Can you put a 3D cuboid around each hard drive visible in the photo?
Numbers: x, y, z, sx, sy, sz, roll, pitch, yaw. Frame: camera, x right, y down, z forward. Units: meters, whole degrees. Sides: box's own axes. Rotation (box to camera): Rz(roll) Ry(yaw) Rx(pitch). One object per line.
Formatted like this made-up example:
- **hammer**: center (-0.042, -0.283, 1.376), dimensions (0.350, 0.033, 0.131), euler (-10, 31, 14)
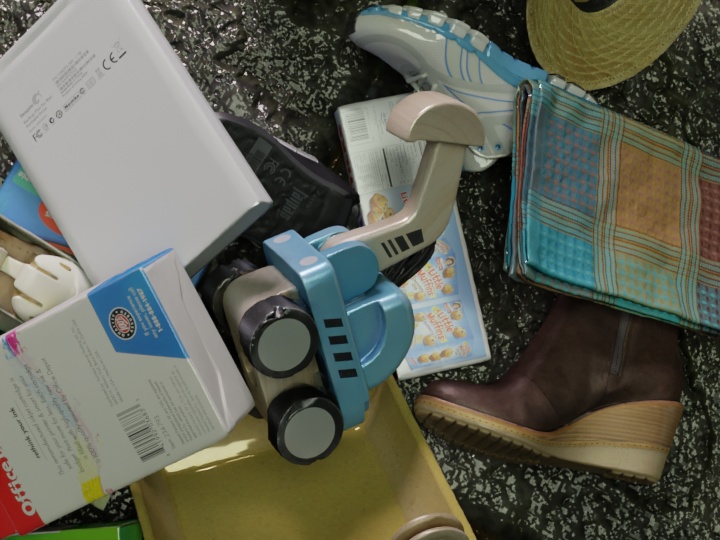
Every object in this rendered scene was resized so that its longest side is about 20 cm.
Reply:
- **hard drive**: center (-0.158, -0.083, 0.978), dimensions (0.132, 0.026, 0.201), euler (-39, 74, 20)

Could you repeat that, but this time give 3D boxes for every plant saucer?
- **plant saucer**: center (-0.046, 0.159, 0.992), dimensions (0.198, 0.200, 0.049), euler (-12, 128, -13)

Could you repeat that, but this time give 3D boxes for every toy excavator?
- **toy excavator**: center (0.000, 0.000, 0.987), dimensions (0.199, 0.100, 0.196), euler (-23, 116, -17)

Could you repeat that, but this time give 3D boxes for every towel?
- **towel**: center (0.186, -0.042, 1.054), dimensions (0.199, 0.022, 0.148), euler (16, 68, -30)

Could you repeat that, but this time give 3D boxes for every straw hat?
- **straw hat**: center (0.172, -0.240, 1.090), dimensions (0.201, 0.202, 0.085), euler (-39, 49, -10)

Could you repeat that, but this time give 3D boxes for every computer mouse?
- **computer mouse**: center (-0.059, -0.019, 1.033), dimensions (0.199, 0.046, 0.141), euler (26, 103, -19)

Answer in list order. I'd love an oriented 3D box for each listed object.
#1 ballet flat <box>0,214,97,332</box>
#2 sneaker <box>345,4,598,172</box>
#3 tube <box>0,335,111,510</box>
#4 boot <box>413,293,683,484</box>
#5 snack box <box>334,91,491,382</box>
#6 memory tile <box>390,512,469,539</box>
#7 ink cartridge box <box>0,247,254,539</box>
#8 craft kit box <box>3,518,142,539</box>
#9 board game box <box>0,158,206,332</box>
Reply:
- **ballet flat**: center (-0.232, 0.001, 0.980), dimensions (0.199, 0.064, 0.068), euler (32, 82, -3)
- **sneaker**: center (0.074, -0.118, 1.059), dimensions (0.199, 0.075, 0.087), euler (24, 84, -17)
- **tube**: center (-0.239, 0.079, 1.007), dimensions (0.199, 0.058, 0.052), euler (29, 45, 7)
- **boot**: center (0.139, 0.054, 1.068), dimensions (0.198, 0.072, 0.168), euler (14, 73, -15)
- **snack box**: center (0.037, -0.026, 1.083), dimensions (0.071, 0.024, 0.202), euler (-12, 85, -10)
- **memory tile**: center (0.034, 0.237, 0.943), dimensions (0.153, 0.017, 0.200), euler (-33, 132, 5)
- **ink cartridge box**: center (-0.182, 0.084, 0.939), dimensions (0.199, 0.067, 0.117), euler (-26, 97, 15)
- **craft kit box**: center (-0.231, 0.271, 0.974), dimensions (0.196, 0.049, 0.202), euler (-7, 84, 11)
- **board game box**: center (-0.175, -0.033, 1.046), dimensions (0.151, 0.045, 0.201), euler (26, 82, -4)
